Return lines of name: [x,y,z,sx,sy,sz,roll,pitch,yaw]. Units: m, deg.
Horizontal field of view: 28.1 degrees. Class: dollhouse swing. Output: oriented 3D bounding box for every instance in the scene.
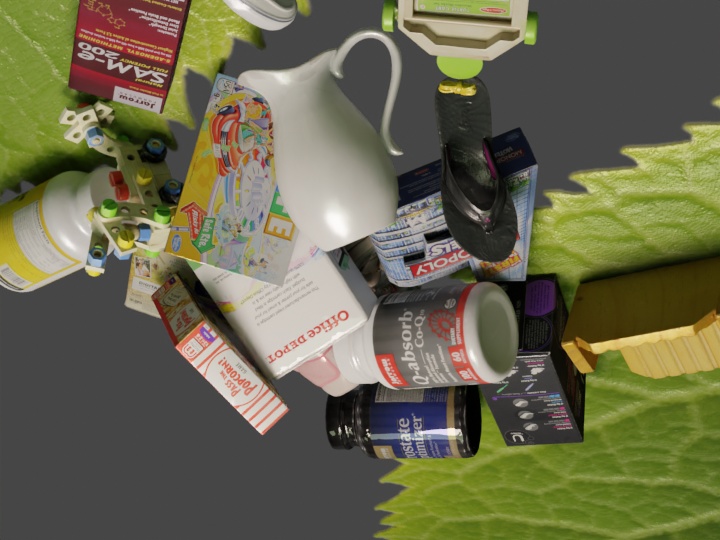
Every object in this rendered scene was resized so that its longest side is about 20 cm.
dollhouse swing: [0.370,0.095,1.704,0.199,0.182,0.177,-12,118,26]

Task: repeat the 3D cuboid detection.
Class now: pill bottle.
pill bottle: [-0.359,-0.053,1.724,0.199,0.113,0.112,-21,133,35]
pill bottle: [0.074,0.080,1.681,0.199,0.116,0.116,-8,140,34]
pill bottle: [0.058,0.199,1.950,0.198,0.112,0.112,-3,141,17]

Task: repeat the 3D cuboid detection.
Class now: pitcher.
pitcher: [-0.015,-0.136,1.482,0.170,0.121,0.201,-21,94,12]

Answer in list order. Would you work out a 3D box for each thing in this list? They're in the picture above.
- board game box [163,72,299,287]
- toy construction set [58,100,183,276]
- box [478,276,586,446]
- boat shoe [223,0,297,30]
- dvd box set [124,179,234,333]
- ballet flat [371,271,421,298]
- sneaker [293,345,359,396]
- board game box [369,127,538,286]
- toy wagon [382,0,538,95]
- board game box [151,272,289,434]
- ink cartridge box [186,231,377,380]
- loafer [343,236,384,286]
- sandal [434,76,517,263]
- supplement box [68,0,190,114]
board game box: [-0.121,-0.097,1.552,0.133,0.202,0.034,16,179,-9]
toy construction set: [-0.269,-0.095,1.611,0.130,0.201,0.092,-10,161,-26]
box: [0.212,0.116,1.795,0.105,0.123,0.201,-6,140,20]
boat shoe: [-0.118,-0.308,1.365,0.065,0.074,0.200,-17,136,38]
dvd box set: [-0.207,-0.014,1.754,0.145,0.029,0.201,17,130,3]
ballet flat: [0.012,0.064,1.825,0.075,0.064,0.200,21,142,-15]
sneaker: [-0.059,0.110,1.829,0.105,0.076,0.200,43,165,-23]
board game box: [0.114,-0.044,1.619,0.199,0.062,0.200,-22,143,3]
toy wagon: [0.098,-0.255,1.410,0.154,0.040,0.201,6,143,6]
board game box: [-0.168,0.094,1.688,0.046,0.200,0.152,-42,111,-2]
ink cartridge box: [-0.094,0.000,1.642,0.144,0.084,0.201,-32,97,16]
loafer: [0.000,0.000,1.726,0.063,0.072,0.200,57,139,6]
sandal: [0.115,-0.103,1.495,0.075,0.048,0.202,-13,96,3]
supplement box: [-0.233,-0.257,1.471,0.108,0.061,0.200,15,144,-7]
